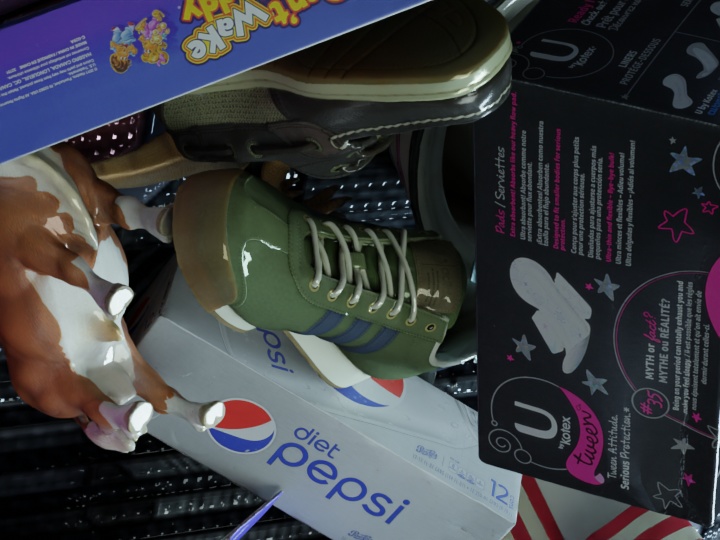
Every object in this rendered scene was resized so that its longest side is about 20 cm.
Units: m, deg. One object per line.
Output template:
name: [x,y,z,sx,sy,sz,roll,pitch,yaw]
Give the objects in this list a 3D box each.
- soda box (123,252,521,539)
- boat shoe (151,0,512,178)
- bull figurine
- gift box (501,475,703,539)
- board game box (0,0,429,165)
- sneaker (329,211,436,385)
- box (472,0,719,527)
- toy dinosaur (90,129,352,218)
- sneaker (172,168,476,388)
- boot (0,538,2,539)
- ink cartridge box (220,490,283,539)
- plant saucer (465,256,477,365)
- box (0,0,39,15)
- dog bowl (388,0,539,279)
soda box: [-0.021,0.072,1.137,0.200,0.063,0.068,31,125,-13]
boat shoe: [-0.012,-0.071,0.963,0.072,0.201,0.066,-43,123,-34]
bull figurine: [-0.127,-0.003,1.020,0.065,0.121,0.200,-41,142,-26]
gift box: [0.107,0.208,1.246,0.184,0.200,0.187,-24,154,-18]
board game box: [-0.056,-0.100,0.888,0.200,0.134,0.045,-21,102,0]
sneaker: [-0.003,0.059,1.195,0.079,0.075,0.200,-26,130,-9]
box: [0.122,-0.019,1.011,0.132,0.115,0.200,-50,147,-46]
toy dinosaur: [-0.060,-0.062,1.097,0.200,0.060,0.106,-29,126,1]
sneaker: [0.000,0.000,1.023,0.090,0.067,0.200,-8,160,20]
boot: [-0.185,0.128,1.141,0.165,0.066,0.200,-37,129,8]
ink cartridge box: [-0.129,0.205,1.110,0.200,0.043,0.198,-34,170,-46]
plant saucer: [0.131,-0.017,1.148,0.201,0.039,0.201,-16,127,-21]
box: [-0.098,-0.208,0.898,0.200,0.097,0.176,-23,103,-14]
dog bowl: [0.098,-0.086,1.155,0.200,0.074,0.200,-16,128,-21]
